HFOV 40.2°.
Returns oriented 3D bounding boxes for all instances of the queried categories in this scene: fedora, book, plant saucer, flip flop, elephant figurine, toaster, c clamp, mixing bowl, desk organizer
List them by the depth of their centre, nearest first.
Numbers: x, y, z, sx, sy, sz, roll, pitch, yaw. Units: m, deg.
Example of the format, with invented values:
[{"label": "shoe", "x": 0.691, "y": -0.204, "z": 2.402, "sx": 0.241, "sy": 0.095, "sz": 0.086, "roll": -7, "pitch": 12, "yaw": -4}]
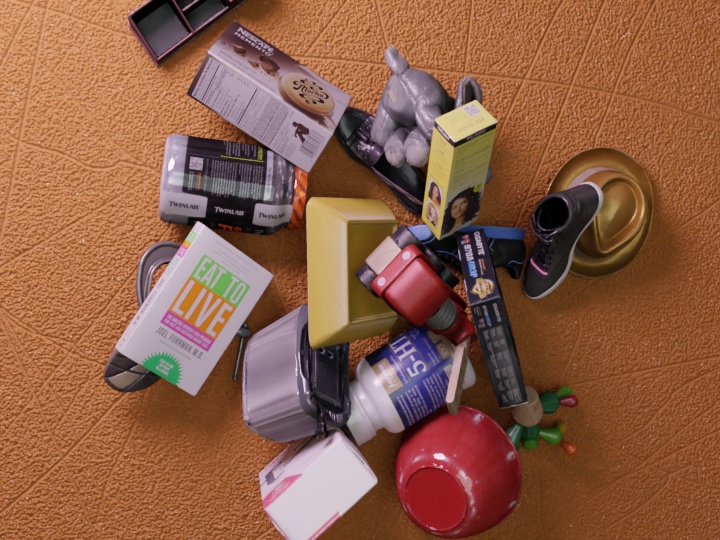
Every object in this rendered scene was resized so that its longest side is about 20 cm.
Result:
[{"label": "book", "x": -0.228, "y": 0.053, "z": 1.349, "sx": 0.133, "sy": 0.048, "sz": 0.202, "roll": 36, "pitch": 83, "yaw": -36}, {"label": "desk organizer", "x": -0.224, "y": -0.374, "z": 1.360, "sx": 0.199, "sy": 0.077, "sz": 0.072, "roll": -38, "pitch": 100, "yaw": -5}, {"label": "toaster", "x": -0.089, "y": 0.155, "z": 1.373, "sx": 0.113, "sy": 0.128, "sz": 0.203, "roll": 30, "pitch": 46, "yaw": -43}, {"label": "plant saucer", "x": 0.000, "y": 0.000, "z": 1.379, "sx": 0.048, "sy": 0.199, "sz": 0.204, "roll": 1, "pitch": 93, "yaw": 31}, {"label": "c clamp", "x": -0.232, "y": 0.052, "z": 1.389, "sx": 0.198, "sy": 0.027, "sz": 0.174, "roll": 19, "pitch": 81, "yaw": -35}, {"label": "flip flop", "x": -0.294, "y": 0.083, "z": 1.399, "sx": 0.081, "sy": 0.057, "sz": 0.202, "roll": 38, "pitch": 71, "yaw": -31}, {"label": "elephant figurine", "x": 0.116, "y": -0.215, "z": 1.412, "sx": 0.198, "sy": 0.141, "sz": 0.157, "roll": -11, "pitch": 136, "yaw": -45}, {"label": "mixing bowl", "x": 0.126, "y": 0.306, "z": 1.420, "sx": 0.197, "sy": 0.108, "sz": 0.204, "roll": 6, "pitch": 105, "yaw": 23}, {"label": "fedora", "x": 0.373, "y": -0.086, "z": 1.492, "sx": 0.196, "sy": 0.082, "sz": 0.205, "roll": -1, "pitch": 95, "yaw": -10}]

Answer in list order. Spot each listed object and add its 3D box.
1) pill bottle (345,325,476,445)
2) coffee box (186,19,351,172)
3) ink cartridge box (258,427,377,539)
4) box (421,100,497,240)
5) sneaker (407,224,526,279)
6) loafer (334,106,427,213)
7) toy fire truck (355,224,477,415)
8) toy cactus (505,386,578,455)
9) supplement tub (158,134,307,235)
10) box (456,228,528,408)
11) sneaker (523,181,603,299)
[{"label": "pill bottle", "x": 0.058, "y": 0.164, "z": 1.437, "sx": 0.198, "sy": 0.120, "sz": 0.121, "roll": -32, "pitch": 100, "yaw": -7}, {"label": "coffee box", "x": -0.124, "y": -0.240, "z": 1.355, "sx": 0.198, "sy": 0.114, "sz": 0.080, "roll": 32, "pitch": 127, "yaw": -7}, {"label": "ink cartridge box", "x": -0.064, "y": 0.291, "z": 1.385, "sx": 0.145, "sy": 0.200, "sz": 0.085, "roll": -41, "pitch": 95, "yaw": -5}, {"label": "box", "x": 0.133, "y": -0.133, "z": 1.346, "sx": 0.074, "sy": 0.202, "sz": 0.050, "roll": -27, "pitch": 58, "yaw": -20}, {"label": "sneaker", "x": 0.154, "y": -0.028, "z": 1.464, "sx": 0.196, "sy": 0.070, "sz": 0.080, "roll": 2, "pitch": 90, "yaw": -11}, {"label": "loafer", "x": 0.042, "y": -0.164, "z": 1.434, "sx": 0.200, "sy": 0.063, "sz": 0.072, "roll": 45, "pitch": 86, "yaw": -11}, {"label": "toy fire truck", "x": 0.095, "y": 0.068, "z": 1.309, "sx": 0.129, "sy": 0.200, "sz": 0.176, "roll": -44, "pitch": 142, "yaw": 5}, {"label": "toy cactus", "x": 0.253, "y": 0.235, "z": 1.468, "sx": 0.198, "sy": 0.103, "sz": 0.166, "roll": -32, "pitch": 144, "yaw": -12}, {"label": "supplement tub", "x": -0.177, "y": -0.116, "z": 1.368, "sx": 0.196, "sy": 0.122, "sz": 0.125, "roll": 7, "pitch": 94, "yaw": -10}, {"label": "box", "x": 0.187, "y": 0.068, "z": 1.397, "sx": 0.045, "sy": 0.160, "sz": 0.202, "roll": -15, "pitch": 125, "yaw": 9}, {"label": "sneaker", "x": 0.272, "y": -0.041, "z": 1.444, "sx": 0.098, "sy": 0.071, "sz": 0.202, "roll": -7, "pitch": 132, "yaw": -45}]
